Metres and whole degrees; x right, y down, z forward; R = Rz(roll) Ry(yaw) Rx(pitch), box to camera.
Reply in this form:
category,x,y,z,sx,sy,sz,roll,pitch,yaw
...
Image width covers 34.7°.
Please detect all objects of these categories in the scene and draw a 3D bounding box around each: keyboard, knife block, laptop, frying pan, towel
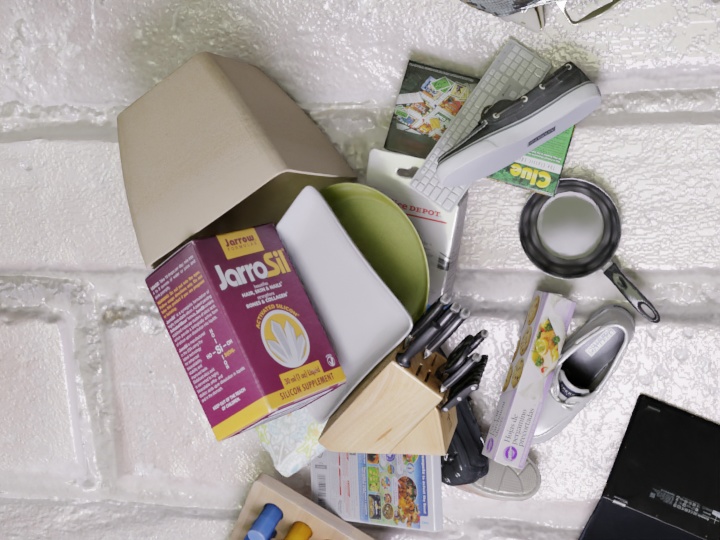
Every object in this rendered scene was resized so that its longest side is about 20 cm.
category,x,y,z,sx,sy,sz,roll,pitch,yaw
keyboard,0.131,-0.158,1.257,0.056,0.011,0.200,33,84,13
knife block,0.041,0.110,1.239,0.199,0.064,0.176,-1,118,20
laptop,0.373,0.278,1.352,0.186,0.116,0.201,22,80,9
frying pan,0.268,-0.032,1.287,0.189,0.031,0.115,24,107,7
towel,-0.075,0.117,1.385,0.171,0.048,0.201,-40,70,18

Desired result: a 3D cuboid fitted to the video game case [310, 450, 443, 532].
category,x,y,z,sx,sy,sz,roll,pitch,yaw
video game case,0.014,0.228,1.371,0.199,0.018,0.144,-4,87,44

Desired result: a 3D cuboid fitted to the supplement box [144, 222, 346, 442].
category,x,y,z,sx,sy,sz,roll,pitch,yaw
supplement box,-0.124,0.065,1.259,0.103,0.131,0.201,-33,80,40

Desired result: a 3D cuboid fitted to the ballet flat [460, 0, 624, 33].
category,x,y,z,sx,sy,sz,roll,pitch,yaw
ballet flat,0.203,-0.288,1.221,0.199,0.072,0.072,-8,102,19

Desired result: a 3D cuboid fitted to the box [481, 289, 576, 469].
category,x,y,z,sx,sy,sz,roll,pitch,yaw
box,0.191,0.122,1.306,0.038,0.041,0.201,19,89,-16

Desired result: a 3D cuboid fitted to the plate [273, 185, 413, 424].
category,x,y,z,sx,sy,sz,roll,pitch,yaw
plate,-0.043,0.038,1.289,0.200,0.032,0.200,53,129,17

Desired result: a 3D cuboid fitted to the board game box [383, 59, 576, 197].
category,x,y,z,sx,sy,sz,roll,pitch,yaw
board game box,0.134,-0.158,1.283,0.199,0.023,0.105,18,90,11

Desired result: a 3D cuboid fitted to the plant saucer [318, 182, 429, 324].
category,x,y,z,sx,sy,sz,roll,pitch,yaw
plant saucer,0.000,0.000,1.294,0.199,0.031,0.201,9,105,34

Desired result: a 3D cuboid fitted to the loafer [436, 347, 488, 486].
category,x,y,z,sx,sy,sz,roll,pitch,yaw
loafer,0.095,0.155,1.355,0.068,0.070,0.202,-35,67,37

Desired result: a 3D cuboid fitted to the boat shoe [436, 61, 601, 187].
category,x,y,z,sx,sy,sz,roll,pitch,yaw
boat shoe,0.160,-0.155,1.225,0.199,0.069,0.057,-29,73,-9

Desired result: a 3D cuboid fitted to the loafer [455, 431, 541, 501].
category,x,y,z,sx,sy,sz,roll,pitch,yaw
loafer,0.119,0.230,1.391,0.199,0.063,0.072,17,66,10

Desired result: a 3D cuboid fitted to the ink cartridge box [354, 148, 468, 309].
category,x,y,z,sx,sy,sz,roll,pitch,yaw
ink cartridge box,0.056,-0.038,1.326,0.115,0.068,0.201,13,108,12

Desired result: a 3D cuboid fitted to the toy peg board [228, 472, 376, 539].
category,x,y,z,sx,sy,sz,roll,pitch,yaw
toy peg board,-0.085,0.386,1.426,0.198,0.098,0.201,30,132,6

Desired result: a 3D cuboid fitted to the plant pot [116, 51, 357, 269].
category,x,y,z,sx,sy,sz,roll,pitch,yaw
plant pot,-0.157,-0.130,1.303,0.199,0.200,0.178,-33,80,21

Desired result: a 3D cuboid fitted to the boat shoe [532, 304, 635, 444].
category,x,y,z,sx,sy,sz,roll,pitch,yaw
boat shoe,0.238,0.124,1.319,0.073,0.065,0.201,33,110,5
